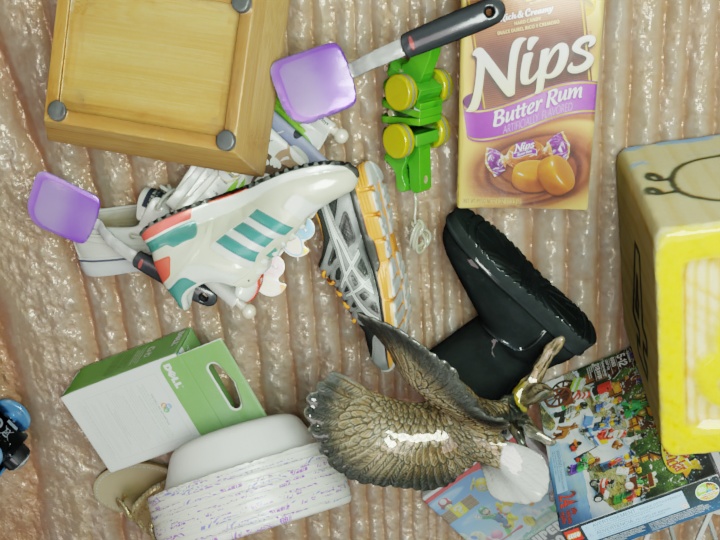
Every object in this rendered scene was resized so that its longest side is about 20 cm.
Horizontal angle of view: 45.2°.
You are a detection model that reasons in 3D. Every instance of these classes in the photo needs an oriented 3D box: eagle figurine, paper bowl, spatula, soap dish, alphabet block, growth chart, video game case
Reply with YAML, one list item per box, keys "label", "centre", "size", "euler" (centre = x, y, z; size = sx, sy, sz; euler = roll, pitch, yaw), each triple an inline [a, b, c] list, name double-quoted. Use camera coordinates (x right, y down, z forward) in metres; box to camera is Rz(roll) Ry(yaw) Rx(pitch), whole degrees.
- label: "eagle figurine"
  centre: [0.067, 0.120, 0.757]
  size: [0.197, 0.150, 0.155]
  euler: [7, 89, -32]
- label: "paper bowl"
  centre: [-0.115, 0.213, 0.874]
  size: [0.198, 0.200, 0.106]
  euler: [-21, 77, 16]
- label: "spatula"
  centre: [-0.218, -0.021, 0.799]
  size: [0.198, 0.021, 0.057]
  euler: [32, 115, 3]
- label: "soap dish"
  centre: [-0.168, -0.174, 0.732]
  size: [0.196, 0.081, 0.160]
  euler: [10, 95, 3]
- label: "spatula"
  centre: [0.023, -0.175, 0.703]
  size: [0.197, 0.021, 0.057]
  euler: [-17, 97, 19]
- label: "alphabet block"
  centre: [0.322, 0.008, 0.710]
  size: [0.192, 0.201, 0.199]
  euler: [-8, 113, 10]
- label: "growth chart"
  centre: [-0.097, -0.072, 0.780]
  size: [0.143, 0.018, 0.202]
  euler: [31, 93, 5]
- label: "video game case"
  centre: [0.184, 0.273, 0.951]
  size: [0.143, 0.018, 0.200]
  euler: [-40, 104, 22]

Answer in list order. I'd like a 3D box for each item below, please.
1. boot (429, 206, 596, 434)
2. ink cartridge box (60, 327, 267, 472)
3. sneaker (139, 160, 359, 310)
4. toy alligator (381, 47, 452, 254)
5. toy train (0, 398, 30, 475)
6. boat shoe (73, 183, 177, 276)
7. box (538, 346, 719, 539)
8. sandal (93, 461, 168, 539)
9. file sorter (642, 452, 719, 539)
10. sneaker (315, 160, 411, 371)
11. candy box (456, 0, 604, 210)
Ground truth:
- label: "boot"
  centre: [0.111, 0.057, 0.836]
  size: [0.198, 0.074, 0.162]
  euler: [42, 119, -10]
- label: "ink cartridge box"
  centre: [-0.200, 0.129, 0.911]
  size: [0.197, 0.060, 0.105]
  euler: [-21, 111, 16]
- label: "sneaker"
  centre: [-0.085, -0.028, 0.741]
  size: [0.197, 0.070, 0.095]
  euler: [-19, 96, 7]
- label: "toy alligator"
  centre: [0.041, -0.116, 0.773]
  size: [0.054, 0.059, 0.203]
  euler: [25, 123, 40]
- label: "toy train"
  centre: [-0.453, 0.152, 0.945]
  size: [0.113, 0.087, 0.201]
  euler: [-28, 111, 28]
- label: "boat shoe"
  centre: [-0.188, -0.046, 0.827]
  size: [0.197, 0.071, 0.071]
  euler: [-7, 117, 18]
- label: "box"
  centre: [0.238, 0.153, 0.787]
  size: [0.135, 0.201, 0.038]
  euler: [-27, 113, 18]
- label: "sandal"
  centre: [-0.213, 0.270, 0.972]
  size: [0.208, 0.070, 0.079]
  euler: [5, 115, 5]
- label: "file sorter"
  centre: [0.367, 0.213, 0.841]
  size: [0.196, 0.125, 0.141]
  euler: [11, 116, 2]
- label: "sneaker"
  centre: [0.000, 0.000, 0.821]
  size: [0.076, 0.078, 0.203]
  euler: [-8, 104, 13]
- label: "candy box"
  centre: [0.141, -0.155, 0.739]
  size: [0.114, 0.057, 0.203]
  euler: [1, 113, 8]
